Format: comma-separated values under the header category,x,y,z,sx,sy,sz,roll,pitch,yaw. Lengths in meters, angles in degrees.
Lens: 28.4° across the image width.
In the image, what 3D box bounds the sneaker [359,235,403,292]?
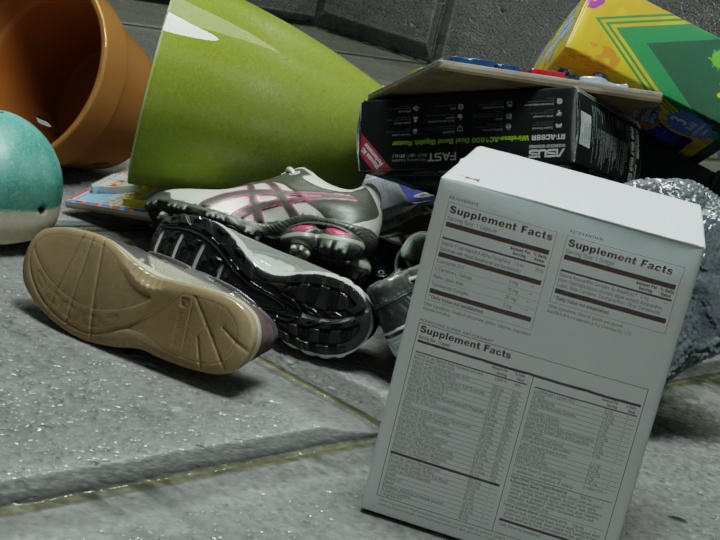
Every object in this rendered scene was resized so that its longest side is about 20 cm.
category,x,y,z,sx,sy,sz,roll,pitch,yaw
sneaker,0.000,0.000,1.220,0.198,0.072,0.083,13,15,-5

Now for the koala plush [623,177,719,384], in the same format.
category,x,y,z,sx,sy,sz,roll,pitch,yaw
koala plush,0.214,0.014,1.166,0.182,0.179,0.200,-22,-3,-11

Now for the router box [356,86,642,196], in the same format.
category,x,y,z,sx,sy,sz,roll,pitch,yaw
router box,0.116,-0.103,1.188,0.198,0.063,0.149,0,-5,30

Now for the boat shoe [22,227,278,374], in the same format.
category,x,y,z,sx,sy,sz,roll,pitch,yaw
boat shoe,-0.148,0.023,1.000,0.198,0.073,0.065,17,2,24

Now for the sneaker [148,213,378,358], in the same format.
category,x,y,z,sx,sy,sz,roll,pitch,yaw
sneaker,-0.077,0.015,1.111,0.199,0.075,0.079,23,4,15

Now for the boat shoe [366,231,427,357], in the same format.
category,x,y,z,sx,sy,sz,roll,pitch,yaw
boat shoe,0.063,0.000,1.122,0.072,0.071,0.200,-24,8,25

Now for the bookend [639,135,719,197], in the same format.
category,x,y,z,sx,sy,sz,roll,pitch,yaw
bookend,0.213,-0.070,1.319,0.197,0.093,0.200,27,-10,0

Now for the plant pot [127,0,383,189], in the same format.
category,x,y,z,sx,sy,sz,roll,pitch,yaw
plant pot,-0.085,-0.141,1.250,0.198,0.189,0.187,15,13,-7

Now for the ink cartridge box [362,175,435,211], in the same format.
category,x,y,z,sx,sy,sz,roll,pitch,yaw
ink cartridge box,-0.021,-0.079,1.385,0.198,0.041,0.200,-14,12,-5

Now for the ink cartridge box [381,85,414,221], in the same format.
category,x,y,z,sx,sy,sz,roll,pitch,yaw
ink cartridge box,-0.026,-0.129,1.528,0.198,0.147,0.083,13,-3,-3

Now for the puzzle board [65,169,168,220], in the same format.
category,x,y,z,sx,sy,sz,roll,pitch,yaw
puzzle board,-0.162,-0.089,1.358,0.149,0.018,0.200,10,25,26

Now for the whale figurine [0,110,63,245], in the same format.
category,x,y,z,sx,sy,sz,roll,pitch,yaw
whale figurine,-0.338,-0.091,1.178,0.199,0.105,0.159,20,15,24

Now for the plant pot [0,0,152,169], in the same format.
category,x,y,z,sx,sy,sz,roll,pitch,yaw
plant pot,-0.300,-0.190,1.471,0.199,0.202,0.140,22,0,30

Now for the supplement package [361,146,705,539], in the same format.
category,x,y,z,sx,sy,sz,roll,pitch,yaw
supplement package,0.106,0.048,0.854,0.149,0.202,0.152,16,14,9

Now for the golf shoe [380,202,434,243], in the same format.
category,x,y,z,sx,sy,sz,roll,pitch,yaw
golf shoe,0.040,-0.028,1.343,0.198,0.089,0.077,6,17,-23

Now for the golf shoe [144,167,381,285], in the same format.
category,x,y,z,sx,sy,sz,roll,pitch,yaw
golf shoe,-0.078,-0.042,1.185,0.198,0.078,0.089,12,55,12

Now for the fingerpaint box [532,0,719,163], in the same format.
category,x,y,z,sx,sy,sz,roll,pitch,yaw
fingerpaint box,0.242,-0.160,1.262,0.166,0.074,0.200,27,-10,-2

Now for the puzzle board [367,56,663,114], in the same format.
category,x,y,z,sx,sy,sz,roll,pitch,yaw
puzzle board,0.123,-0.145,1.167,0.198,0.018,0.150,6,-5,-21
